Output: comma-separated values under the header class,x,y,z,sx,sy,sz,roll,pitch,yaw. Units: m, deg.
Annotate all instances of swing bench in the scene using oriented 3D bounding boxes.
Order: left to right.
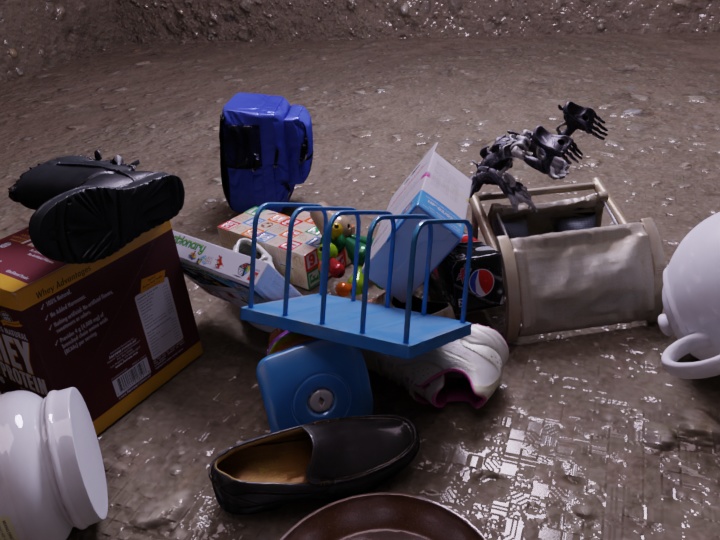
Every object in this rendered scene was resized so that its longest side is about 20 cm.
class,x,y,z,sx,sy,sz,roll,pitch,yaw
swing bench,0.258,-0.021,0.837,0.197,0.131,0.200,-7,29,-6

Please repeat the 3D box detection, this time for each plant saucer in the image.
class,x,y,z,sx,sy,sz,roll,pitch,yaw
plant saucer,0.015,0.258,0.485,0.199,0.035,0.201,-4,29,2

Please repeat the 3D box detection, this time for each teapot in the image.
class,x,y,z,sx,sy,sz,roll,pitch,yaw
teapot,0.396,0.037,0.695,0.146,0.199,0.199,-30,50,34

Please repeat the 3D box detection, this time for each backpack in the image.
class,x,y,z,sx,sy,sz,roll,pitch,yaw
backpack,-0.171,-0.201,1.162,0.166,0.201,0.163,7,26,4

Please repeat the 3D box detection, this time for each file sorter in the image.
class,x,y,z,sx,sy,sz,roll,pitch,yaw
file sorter,0.000,0.000,0.653,0.199,0.124,0.138,10,10,32

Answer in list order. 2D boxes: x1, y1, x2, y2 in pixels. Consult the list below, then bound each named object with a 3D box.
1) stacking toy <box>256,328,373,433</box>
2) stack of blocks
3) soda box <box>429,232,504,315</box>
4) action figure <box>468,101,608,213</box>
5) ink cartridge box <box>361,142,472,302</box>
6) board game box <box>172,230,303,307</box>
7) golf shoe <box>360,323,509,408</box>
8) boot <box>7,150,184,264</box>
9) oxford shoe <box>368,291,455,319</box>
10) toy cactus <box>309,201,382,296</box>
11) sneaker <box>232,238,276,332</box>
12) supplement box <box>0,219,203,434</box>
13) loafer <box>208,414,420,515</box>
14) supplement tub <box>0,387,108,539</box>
class,x,y,z,sx,sy,sz,roll,pitch,yaw
stacking toy,-0.070,0.107,0.721,0.109,0.117,0.200,-16,17,-15
stack of blocks,-0.117,-0.045,1.017,0.199,0.059,0.115,18,37,36
soda box,0.126,-0.007,0.847,0.063,0.071,0.200,-8,14,-6
action figure,0.209,-0.131,0.808,0.119,0.102,0.200,-49,10,-21
ink cartridge box,0.076,-0.067,0.797,0.068,0.115,0.200,35,33,-8
board game box,-0.156,0.012,0.792,0.199,0.126,0.035,18,70,36
golf shoe,0.061,0.103,0.714,0.199,0.076,0.092,0,44,24
boot,-0.304,-0.074,0.677,0.161,0.074,0.198,13,27,23
oxford shoe,0.028,0.052,0.804,0.199,0.074,0.071,7,32,22
toy cactus,-0.010,-0.041,0.894,0.199,0.103,0.165,-8,47,-50
sneaker,-0.142,0.017,0.898,0.073,0.071,0.200,-19,34,-23
supplement box,-0.315,0.050,0.740,0.132,0.201,0.197,13,34,30
loafer,-0.039,0.173,0.587,0.199,0.072,0.073,-16,59,-9
supplement tub,-0.337,0.190,0.554,0.199,0.146,0.145,-15,31,-16
